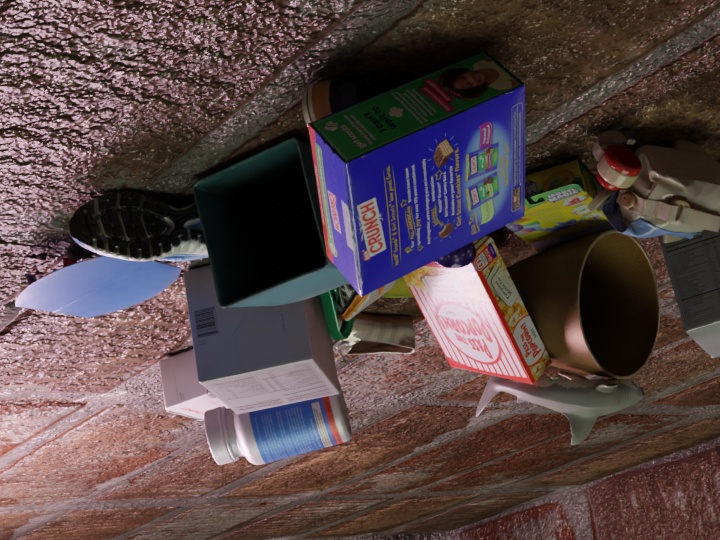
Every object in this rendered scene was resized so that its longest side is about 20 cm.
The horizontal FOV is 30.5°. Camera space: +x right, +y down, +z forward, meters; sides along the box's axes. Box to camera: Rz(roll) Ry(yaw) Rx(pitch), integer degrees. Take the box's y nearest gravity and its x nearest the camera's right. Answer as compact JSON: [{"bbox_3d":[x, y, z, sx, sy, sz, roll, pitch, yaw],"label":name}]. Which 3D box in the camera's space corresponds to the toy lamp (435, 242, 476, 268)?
[{"bbox_3d":[0.101,-0.092,1.403,0.058,0.058,0.201,-9,131,-7],"label":"toy lamp"}]

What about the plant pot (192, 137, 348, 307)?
[{"bbox_3d":[-0.056,-0.042,1.451,0.141,0.142,0.200,-21,166,28],"label":"plant pot"}]

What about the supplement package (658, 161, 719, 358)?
[{"bbox_3d":[0.481,-0.015,1.710,0.147,0.201,0.191,-19,160,19],"label":"supplement package"}]

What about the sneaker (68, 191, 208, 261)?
[{"bbox_3d":[-0.230,-0.034,1.461,0.199,0.079,0.090,4,159,-35],"label":"sneaker"}]

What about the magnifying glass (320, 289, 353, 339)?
[{"bbox_3d":[-0.041,0.028,1.757,0.022,0.080,0.200,0,153,17],"label":"magnifying glass"}]

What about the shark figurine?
[{"bbox_3d":[0.250,0.172,1.655,0.214,0.090,0.128,2,-178,8],"label":"shark figurine"}]

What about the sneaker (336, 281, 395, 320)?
[{"bbox_3d":[0.000,0.000,1.680,0.078,0.077,0.200,-39,170,-24],"label":"sneaker"}]

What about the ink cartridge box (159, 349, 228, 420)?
[{"bbox_3d":[-0.184,0.157,2.003,0.199,0.083,0.146,-19,159,20],"label":"ink cartridge box"}]

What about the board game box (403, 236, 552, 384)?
[{"bbox_3d":[0.138,0.043,1.654,0.046,0.200,0.151,-44,-151,-27],"label":"board game box"}]

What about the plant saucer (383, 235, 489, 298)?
[{"bbox_3d":[0.085,-0.003,1.783,0.199,0.031,0.200,-9,161,-3],"label":"plant saucer"}]

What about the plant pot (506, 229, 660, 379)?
[{"bbox_3d":[0.254,0.050,1.711,0.200,0.187,0.186,-6,169,44],"label":"plant pot"}]

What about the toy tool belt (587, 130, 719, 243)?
[{"bbox_3d":[0.334,-0.080,1.541,0.199,0.125,0.123,3,134,-33],"label":"toy tool belt"}]

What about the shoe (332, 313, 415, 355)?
[{"bbox_3d":[0.000,0.099,1.986,0.199,0.054,0.070,1,157,-31],"label":"shoe"}]

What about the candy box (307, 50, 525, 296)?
[{"bbox_3d":[0.059,-0.093,1.269,0.200,0.077,0.169,-26,136,-20],"label":"candy box"}]

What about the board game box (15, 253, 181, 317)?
[{"bbox_3d":[-0.314,0.003,1.579,0.158,0.039,0.200,-26,161,23],"label":"board game box"}]

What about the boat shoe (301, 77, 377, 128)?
[{"bbox_3d":[0.018,-0.137,1.314,0.062,0.075,0.200,-14,156,27],"label":"boat shoe"}]

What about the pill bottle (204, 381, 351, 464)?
[{"bbox_3d":[-0.121,0.219,1.921,0.199,0.113,0.112,-16,160,2],"label":"pill bottle"}]

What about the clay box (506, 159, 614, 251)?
[{"bbox_3d":[0.238,-0.080,1.623,0.115,0.048,0.200,-17,160,20],"label":"clay box"}]

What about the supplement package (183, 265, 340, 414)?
[{"bbox_3d":[-0.126,0.085,1.729,0.150,0.152,0.200,-12,161,6],"label":"supplement package"}]
